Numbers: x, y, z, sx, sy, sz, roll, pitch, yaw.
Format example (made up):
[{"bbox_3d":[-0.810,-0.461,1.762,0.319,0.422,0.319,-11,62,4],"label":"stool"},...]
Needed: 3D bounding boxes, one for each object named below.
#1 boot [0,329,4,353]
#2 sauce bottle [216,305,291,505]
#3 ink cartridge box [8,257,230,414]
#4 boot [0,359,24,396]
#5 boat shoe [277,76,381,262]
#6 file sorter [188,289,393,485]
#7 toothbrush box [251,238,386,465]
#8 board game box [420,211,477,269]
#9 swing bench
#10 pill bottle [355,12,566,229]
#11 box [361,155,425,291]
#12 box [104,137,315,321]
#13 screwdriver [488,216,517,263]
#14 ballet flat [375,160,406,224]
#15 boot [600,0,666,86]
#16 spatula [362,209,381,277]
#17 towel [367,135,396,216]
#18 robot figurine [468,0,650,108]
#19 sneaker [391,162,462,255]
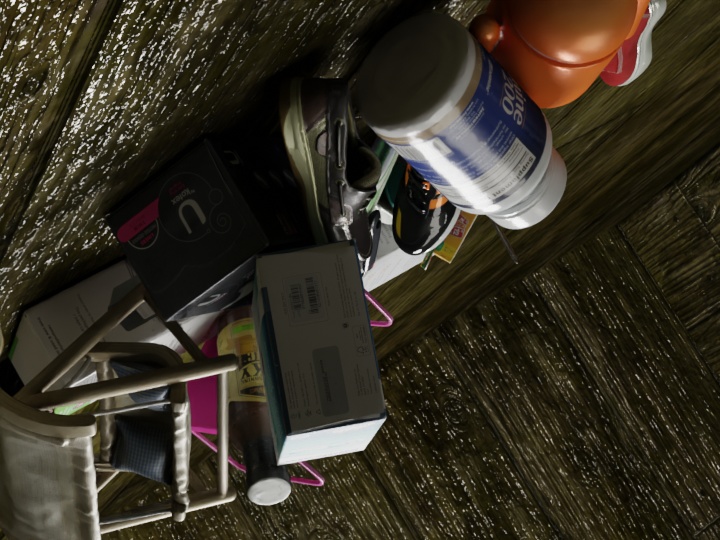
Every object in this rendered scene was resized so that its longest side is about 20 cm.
[{"bbox_3d":[-0.358,0.076,1.215,0.199,0.073,0.156,-32,173,-19],"label":"boot"},{"bbox_3d":[-0.094,0.123,1.491,0.064,0.201,0.065,-7,138,-7],"label":"sauce bottle"},{"bbox_3d":[-0.222,0.050,1.537,0.199,0.085,0.146,-29,171,-25],"label":"ink cartridge box"},{"bbox_3d":[-0.359,0.150,1.650,0.197,0.074,0.163,-24,168,-8],"label":"boot"},{"bbox_3d":[-0.015,-0.075,1.314,0.064,0.074,0.201,-4,141,15],"label":"boat shoe"},{"bbox_3d":[-0.072,0.101,1.637,0.138,0.125,0.202,2,-121,42],"label":"file sorter"},{"bbox_3d":[-0.039,0.073,1.342,0.084,0.148,0.200,-9,169,-6],"label":"toothbrush box"},{"bbox_3d":[0.119,-0.086,1.641,0.201,0.030,0.096,-59,-179,2],"label":"board game box"},{"bbox_3d":[-0.220,0.142,1.396,0.199,0.130,0.200,-27,143,-27],"label":"swing bench"},{"bbox_3d":[0.092,-0.117,1.353,0.110,0.112,0.200,-34,138,16],"label":"pill bottle"},{"bbox_3d":[0.015,-0.053,1.754,0.199,0.107,0.152,-29,170,-23],"label":"box"},{"bbox_3d":[-0.103,-0.039,1.383,0.122,0.107,0.200,-35,171,21],"label":"box"},{"bbox_3d":[0.111,-0.090,1.585,0.029,0.201,0.028,-16,154,-34],"label":"screwdriver"},{"bbox_3d":[0.003,-0.080,1.624,0.069,0.070,0.199,-36,152,27],"label":"ballet flat"},{"bbox_3d":[0.236,-0.229,1.706,0.143,0.073,0.200,-31,164,-8],"label":"boot"},{"bbox_3d":[0.000,0.000,1.518,0.057,0.020,0.201,-60,174,-31],"label":"spatula"},{"bbox_3d":[0.026,-0.115,1.473,0.200,0.023,0.154,112,1,-77],"label":"towel"},{"bbox_3d":[0.167,-0.212,1.370,0.200,0.142,0.118,121,-11,-72],"label":"robot figurine"},{"bbox_3d":[0.064,-0.104,1.544,0.090,0.070,0.202,-8,130,-51],"label":"sneaker"}]
